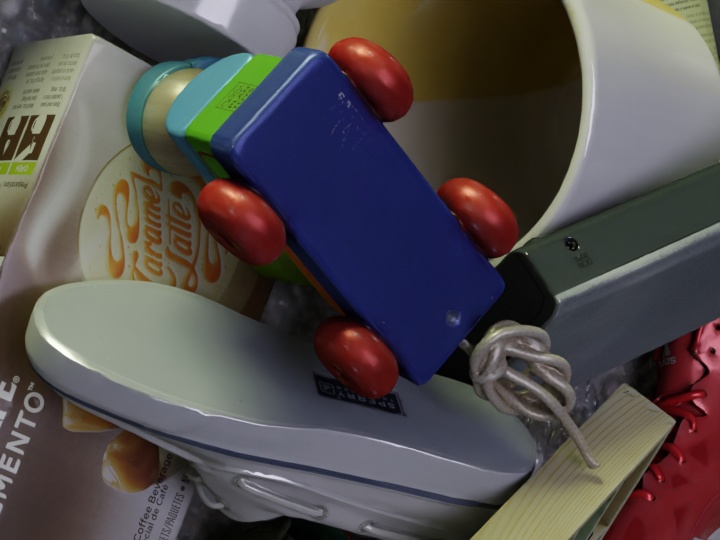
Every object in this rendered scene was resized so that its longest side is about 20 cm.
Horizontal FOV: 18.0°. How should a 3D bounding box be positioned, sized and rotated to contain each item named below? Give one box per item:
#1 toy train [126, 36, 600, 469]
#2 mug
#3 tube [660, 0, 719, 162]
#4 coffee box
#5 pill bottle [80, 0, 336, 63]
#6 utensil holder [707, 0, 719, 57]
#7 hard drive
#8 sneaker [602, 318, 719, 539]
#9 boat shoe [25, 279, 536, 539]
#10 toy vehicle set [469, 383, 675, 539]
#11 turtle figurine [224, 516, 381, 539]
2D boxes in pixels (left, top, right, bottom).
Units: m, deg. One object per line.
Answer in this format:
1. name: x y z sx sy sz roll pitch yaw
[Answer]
1. toy train: 0.000 0.000 0.839 0.085 0.116 0.200 -48 122 -14
2. mug: 0.078 -0.084 0.953 0.153 0.149 0.187 2 95 -51
3. tube: 0.133 -0.126 1.048 0.058 0.052 0.201 -27 105 -68
4. coffee box: -0.110 0.025 0.876 0.114 0.080 0.201 28 77 -30
5. pill bottle: -0.033 -0.178 0.898 0.113 0.113 0.201 31 76 -29
6. utensil holder: 0.275 -0.151 1.042 0.169 0.200 0.171 -1 92 -30
7. hard drive: 0.114 0.004 0.937 0.200 0.140 0.033 -23 72 -35
8. sneaker: 0.133 0.083 1.049 0.200 0.078 0.116 -20 94 -43
9. boat shoe: -0.034 0.064 0.839 0.199 0.074 0.065 20 121 -16
10. toy vehicle set: 0.049 0.144 0.911 0.026 0.200 0.124 38 46 14
11. turtle figurine: -0.033 0.156 0.923 0.100 0.150 0.200 29 47 12
